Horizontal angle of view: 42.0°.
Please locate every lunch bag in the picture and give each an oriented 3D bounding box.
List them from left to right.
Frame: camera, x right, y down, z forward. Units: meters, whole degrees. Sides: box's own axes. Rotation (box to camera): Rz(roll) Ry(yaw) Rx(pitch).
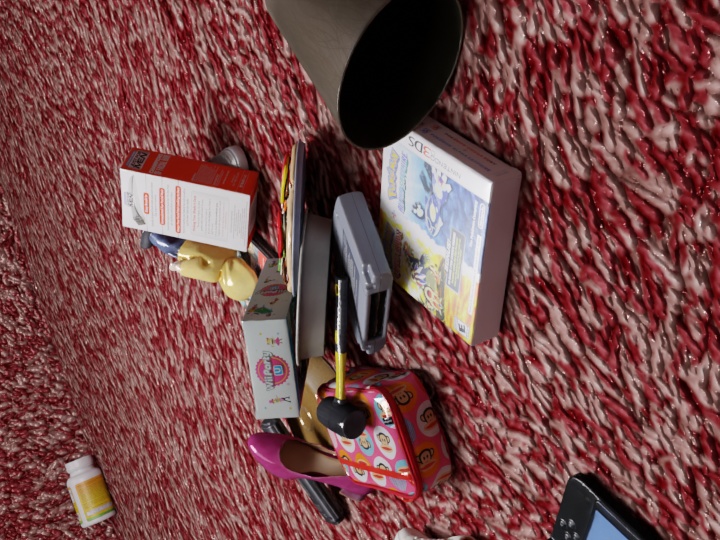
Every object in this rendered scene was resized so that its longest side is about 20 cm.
[{"bbox_3d":[0.033,0.219,1.226,0.199,0.081,0.178,-7,105,60],"label":"lunch bag"}]

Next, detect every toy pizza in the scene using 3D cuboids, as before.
[{"bbox_3d":[-0.090,-0.068,1.207,0.200,0.031,0.203,-178,90,-88],"label":"toy pizza"}]

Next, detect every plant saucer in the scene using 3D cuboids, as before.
[{"bbox_3d":[-0.071,0.222,1.437,0.200,0.035,0.203,36,136,46],"label":"plant saucer"}]

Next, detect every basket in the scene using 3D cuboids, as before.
[{"bbox_3d":[-0.008,-0.257,0.973,0.200,0.135,0.182,52,129,38],"label":"basket"}]

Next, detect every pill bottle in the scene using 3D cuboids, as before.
[{"bbox_3d":[-0.843,0.681,2.904,0.111,0.110,0.202,-30,81,60],"label":"pill bottle"}]

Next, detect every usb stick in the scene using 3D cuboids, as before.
[{"bbox_3d":[-0.091,0.312,1.471,0.201,0.032,0.055,57,159,-8],"label":"usb stick"}]

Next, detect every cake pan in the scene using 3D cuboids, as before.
[{"bbox_3d":[-0.058,0.021,1.206,0.200,0.036,0.203,-176,90,-89],"label":"cake pan"}]

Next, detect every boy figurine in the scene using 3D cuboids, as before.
[{"bbox_3d":[-0.242,-0.025,1.472,0.198,0.125,0.065,30,130,6],"label":"boy figurine"}]

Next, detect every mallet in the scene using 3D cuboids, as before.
[{"bbox_3d":[-0.018,0.109,1.141,0.066,0.041,0.203,29,121,48],"label":"mallet"}]

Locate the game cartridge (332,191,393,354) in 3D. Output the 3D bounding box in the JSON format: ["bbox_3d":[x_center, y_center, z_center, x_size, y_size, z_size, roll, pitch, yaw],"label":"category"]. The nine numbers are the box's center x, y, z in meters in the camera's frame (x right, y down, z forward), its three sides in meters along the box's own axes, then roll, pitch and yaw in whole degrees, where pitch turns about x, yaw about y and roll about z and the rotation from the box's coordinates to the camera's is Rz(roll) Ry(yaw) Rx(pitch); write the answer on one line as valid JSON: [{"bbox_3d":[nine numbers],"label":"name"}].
[{"bbox_3d":[0.000,0.000,1.130,0.201,0.041,0.135,93,164,-60],"label":"game cartridge"}]

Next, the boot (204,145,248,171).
[{"bbox_3d":[-0.247,-0.133,1.470,0.200,0.095,0.074,-32,79,60],"label":"boot"}]

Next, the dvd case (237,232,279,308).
[{"bbox_3d":[-0.172,0.006,1.499,0.200,0.022,0.148,41,139,40],"label":"dvd case"}]

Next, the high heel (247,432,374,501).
[{"bbox_3d":[-0.066,0.267,1.350,0.198,0.068,0.097,20,144,-2],"label":"high heel"}]

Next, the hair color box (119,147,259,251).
[{"bbox_3d":[-0.257,-0.107,1.413,0.064,0.197,0.112,-78,-1,-49],"label":"hair color box"}]

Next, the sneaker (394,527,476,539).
[{"bbox_3d":[0.115,0.365,1.198,0.199,0.072,0.086,26,98,59],"label":"sneaker"}]

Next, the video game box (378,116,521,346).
[{"bbox_3d":[0.088,-0.050,1.011,0.182,0.046,0.202,42,140,45],"label":"video game box"}]

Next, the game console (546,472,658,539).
[{"bbox_3d":[0.230,0.338,0.921,0.200,0.115,0.178,42,140,39],"label":"game console"}]

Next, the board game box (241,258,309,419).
[{"bbox_3d":[-0.111,0.089,1.296,0.201,0.063,0.149,-81,-13,-66],"label":"board game box"}]
